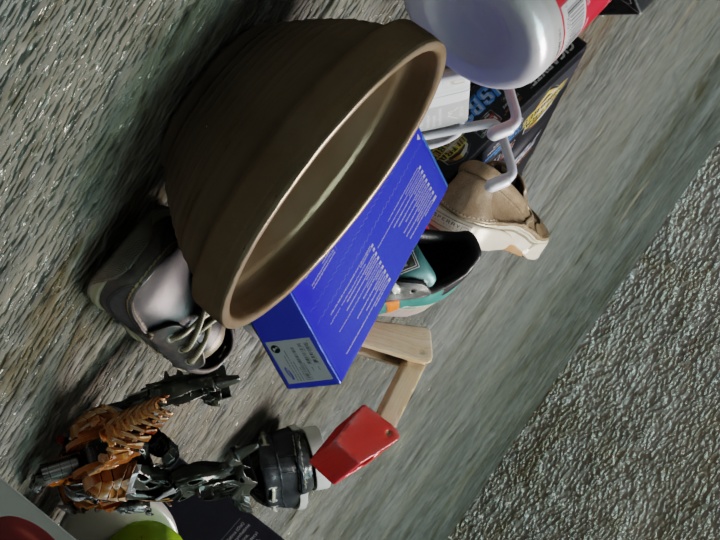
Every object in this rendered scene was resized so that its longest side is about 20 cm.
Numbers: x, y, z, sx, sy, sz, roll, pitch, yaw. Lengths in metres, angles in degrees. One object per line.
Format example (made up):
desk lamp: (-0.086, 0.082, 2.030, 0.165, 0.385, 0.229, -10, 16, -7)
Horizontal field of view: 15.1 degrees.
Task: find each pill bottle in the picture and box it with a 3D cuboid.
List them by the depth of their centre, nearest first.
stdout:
pill bottle: (0.125, -0.216, 1.743, 0.200, 0.112, 0.112, -46, 168, -31)

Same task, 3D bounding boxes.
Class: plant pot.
plant pot: (-0.047, -0.073, 1.529, 0.201, 0.093, 0.201, -49, 169, -13)

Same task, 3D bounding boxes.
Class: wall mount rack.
wall mount rack: (0.022, -0.083, 1.869, 0.173, 0.075, 0.200, -13, 164, -2)

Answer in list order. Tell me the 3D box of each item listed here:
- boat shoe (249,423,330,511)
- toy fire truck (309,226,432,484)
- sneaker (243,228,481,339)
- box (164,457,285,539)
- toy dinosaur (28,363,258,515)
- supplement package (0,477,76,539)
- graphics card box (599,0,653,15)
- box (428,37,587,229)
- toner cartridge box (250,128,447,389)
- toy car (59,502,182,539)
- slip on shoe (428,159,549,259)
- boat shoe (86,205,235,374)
boat shoe: (-0.072, 0.167, 2.303, 0.060, 0.076, 0.200, -10, 168, -12)
toy fire truck: (0.004, 0.043, 1.973, 0.200, 0.141, 0.049, -45, 180, -34)
sneaker: (0.000, 0.000, 1.894, 0.200, 0.072, 0.080, -13, 165, -43)
box: (-0.102, 0.262, 2.095, 0.104, 0.200, 0.148, -48, 170, -23)
toy dinosaur: (-0.140, 0.118, 1.716, 0.135, 0.103, 0.200, -11, -174, -17)
supplement package: (-0.224, 0.232, 1.475, 0.191, 0.200, 0.147, -48, 169, -26)
graphics card box: (0.194, -0.251, 1.907, 0.200, 0.125, 0.051, -46, 124, -32)
box: (0.086, -0.085, 2.190, 0.200, 0.050, 0.199, -45, 166, -33)
toner cartridge box: (-0.012, -0.026, 1.710, 0.095, 0.043, 0.200, 63, 37, -30)
toy car: (-0.161, 0.259, 1.819, 0.200, 0.150, 0.175, -48, -157, 22)
slip on shoe: (0.105, -0.052, 2.087, 0.061, 0.076, 0.200, -65, 160, 8)
boat shoe: (-0.106, 0.016, 1.617, 0.075, 0.073, 0.200, -52, 170, -4)
